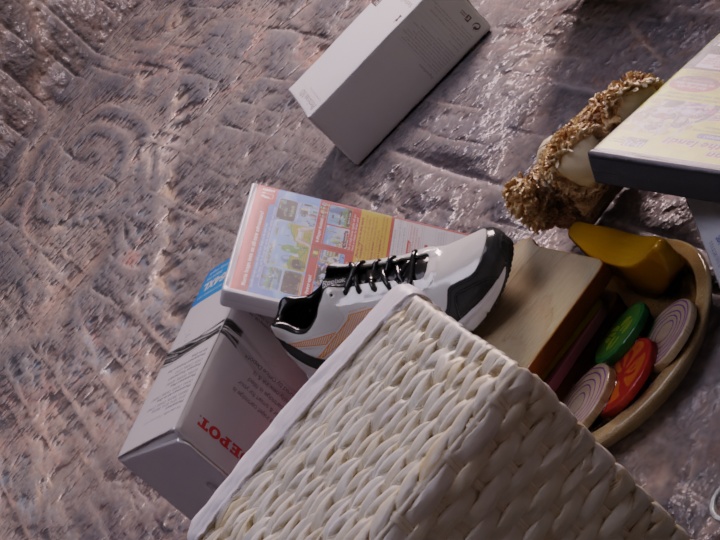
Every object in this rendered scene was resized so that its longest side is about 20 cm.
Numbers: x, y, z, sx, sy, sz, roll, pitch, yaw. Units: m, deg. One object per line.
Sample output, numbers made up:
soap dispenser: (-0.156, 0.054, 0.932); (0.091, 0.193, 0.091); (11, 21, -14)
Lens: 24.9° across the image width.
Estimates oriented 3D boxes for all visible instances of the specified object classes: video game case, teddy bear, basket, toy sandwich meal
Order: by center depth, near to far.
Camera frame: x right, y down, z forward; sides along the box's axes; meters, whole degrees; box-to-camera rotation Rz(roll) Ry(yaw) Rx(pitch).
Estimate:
basket: (0.051, 0.151, 0.900); (0.200, 0.198, 0.161); (-49, 27, -7)
video game case: (0.269, -0.097, 0.995); (0.199, 0.026, 0.180); (14, 44, 44)
toy sandwich meal: (0.141, 0.038, 1.078); (0.205, 0.070, 0.206); (-38, 24, 21)
teddy bear: (0.156, -0.084, 1.139); (0.145, 0.067, 0.200); (-51, -9, 9)
video game case: (0.000, 0.000, 1.260); (0.144, 0.198, 0.018); (-79, 4, -52)

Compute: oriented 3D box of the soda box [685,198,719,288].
soda box: (0.249, -0.032, 1.008); (0.068, 0.063, 0.201); (-37, 24, 18)

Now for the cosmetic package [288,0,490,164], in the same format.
cosmetic package: (0.027, -0.217, 1.679); (0.200, 0.081, 0.113); (-45, 25, 3)

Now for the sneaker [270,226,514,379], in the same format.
sneaker: (0.019, 0.022, 1.129); (0.199, 0.080, 0.074); (-32, 25, 30)

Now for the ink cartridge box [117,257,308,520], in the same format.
ink cartridge box: (-0.081, 0.103, 1.269); (0.084, 0.146, 0.201); (-25, 30, 43)

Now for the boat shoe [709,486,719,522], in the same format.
boat shoe: (0.219, 0.119, 0.819); (0.075, 0.062, 0.201); (-6, 47, 55)
